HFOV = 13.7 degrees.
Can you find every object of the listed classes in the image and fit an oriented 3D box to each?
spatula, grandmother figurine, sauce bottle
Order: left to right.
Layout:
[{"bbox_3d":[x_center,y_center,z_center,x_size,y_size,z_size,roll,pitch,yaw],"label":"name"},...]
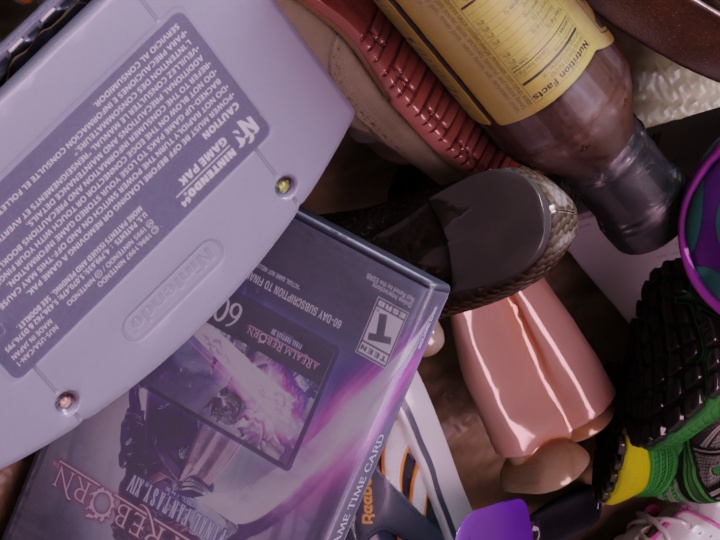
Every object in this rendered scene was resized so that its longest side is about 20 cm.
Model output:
[{"bbox_3d":[0.046,-0.011,1.262,0.060,0.121,0.201,-19,111,22],"label":"grandmother figurine"},{"bbox_3d":[0.061,-0.084,1.146,0.065,0.065,0.200,-47,123,-10],"label":"sauce bottle"},{"bbox_3d":[0.075,0.117,1.293,0.200,0.020,0.057,-21,106,-72],"label":"spatula"}]

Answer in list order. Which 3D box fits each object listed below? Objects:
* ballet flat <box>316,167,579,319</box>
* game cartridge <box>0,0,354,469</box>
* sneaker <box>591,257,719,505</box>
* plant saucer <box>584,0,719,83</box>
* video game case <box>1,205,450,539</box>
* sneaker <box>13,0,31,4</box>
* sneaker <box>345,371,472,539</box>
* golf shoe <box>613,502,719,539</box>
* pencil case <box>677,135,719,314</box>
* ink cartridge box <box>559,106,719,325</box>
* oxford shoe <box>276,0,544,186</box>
[{"bbox_3d":[0.000,0.000,1.189,0.046,0.199,0.068,3,73,-58],"label":"ballet flat"},{"bbox_3d":[-0.100,-0.027,1.112,0.200,0.041,0.133,-44,121,-11],"label":"game cartridge"},{"bbox_3d":[0.155,0.049,1.287,0.085,0.200,0.079,4,72,-4],"label":"sneaker"},{"bbox_3d":[0.123,-0.128,1.215,0.200,0.201,0.037,17,116,-34],"label":"plant saucer"},{"bbox_3d":[-0.060,0.068,1.181,0.019,0.142,0.201,11,104,-58],"label":"video game case"},{"bbox_3d":[-0.159,-0.134,1.087,0.199,0.074,0.080,-7,80,-29],"label":"sneaker"},{"bbox_3d":[-0.004,0.084,1.264,0.079,0.078,0.201,-27,112,-11],"label":"sneaker"},{"bbox_3d":[0.126,0.146,1.377,0.199,0.075,0.092,-2,96,-38],"label":"golf shoe"},{"bbox_3d":[0.207,-0.030,1.218,0.200,0.085,0.093,-18,91,-54],"label":"pencil case"},{"bbox_3d":[0.184,0.014,1.337,0.200,0.109,0.051,48,44,-33],"label":"ink cartridge box"},{"bbox_3d":[-0.009,-0.093,1.185,0.200,0.074,0.071,45,44,-15],"label":"oxford shoe"}]
